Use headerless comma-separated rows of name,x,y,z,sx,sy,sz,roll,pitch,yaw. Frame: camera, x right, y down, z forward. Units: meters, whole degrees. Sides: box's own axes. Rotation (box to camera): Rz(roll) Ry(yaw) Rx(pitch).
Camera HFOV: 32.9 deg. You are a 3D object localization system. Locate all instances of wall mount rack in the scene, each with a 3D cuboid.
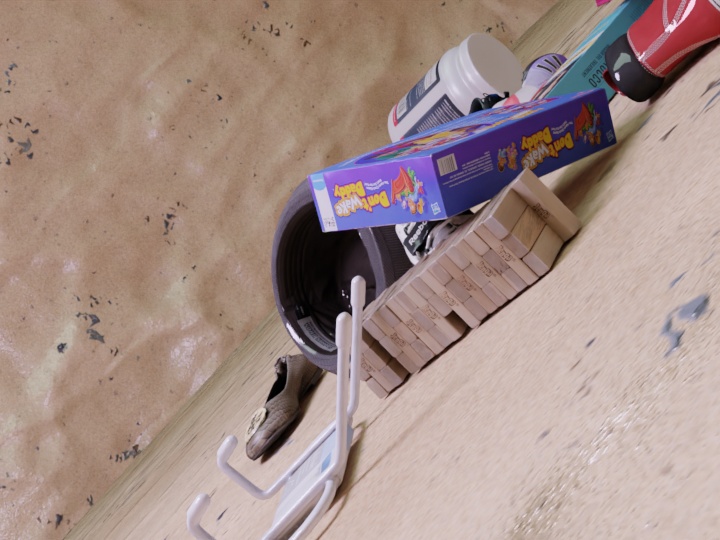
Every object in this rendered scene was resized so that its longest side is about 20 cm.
wall mount rack,-0.036,0.101,0.808,0.174,0.074,0.200,-48,5,11

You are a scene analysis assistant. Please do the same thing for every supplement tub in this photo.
supplement tub,0.148,-0.252,1.873,0.200,0.140,0.141,-42,6,40

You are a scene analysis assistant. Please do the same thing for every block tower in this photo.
block tower,0.062,0.014,0.847,0.200,0.054,0.058,-43,5,40

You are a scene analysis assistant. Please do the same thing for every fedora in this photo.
fedora,0.000,0.000,1.101,0.089,0.178,0.200,-13,-22,-34

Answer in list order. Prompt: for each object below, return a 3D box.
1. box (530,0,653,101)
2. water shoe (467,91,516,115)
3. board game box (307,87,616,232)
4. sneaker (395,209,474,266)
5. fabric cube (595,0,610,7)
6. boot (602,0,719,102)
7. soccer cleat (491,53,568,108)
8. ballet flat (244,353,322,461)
box,0.219,-0.185,1.185,0.200,0.049,0.082,-48,5,-26
water shoe,0.172,-0.185,1.436,0.200,0.079,0.071,-49,6,-31
board game box,0.078,-0.084,0.914,0.199,0.045,0.134,-24,13,-39
sneaker,0.063,-0.023,0.973,0.074,0.089,0.200,-44,6,2
fabric cube,0.283,-0.390,1.147,0.198,0.201,0.196,-27,5,4
boot,0.257,-0.216,0.991,0.144,0.072,0.200,-45,8,37
soccer cleat,0.208,-0.191,1.344,0.073,0.069,0.200,-12,21,35
ballet flat,-0.083,0.129,1.222,0.067,0.046,0.200,-45,5,22
